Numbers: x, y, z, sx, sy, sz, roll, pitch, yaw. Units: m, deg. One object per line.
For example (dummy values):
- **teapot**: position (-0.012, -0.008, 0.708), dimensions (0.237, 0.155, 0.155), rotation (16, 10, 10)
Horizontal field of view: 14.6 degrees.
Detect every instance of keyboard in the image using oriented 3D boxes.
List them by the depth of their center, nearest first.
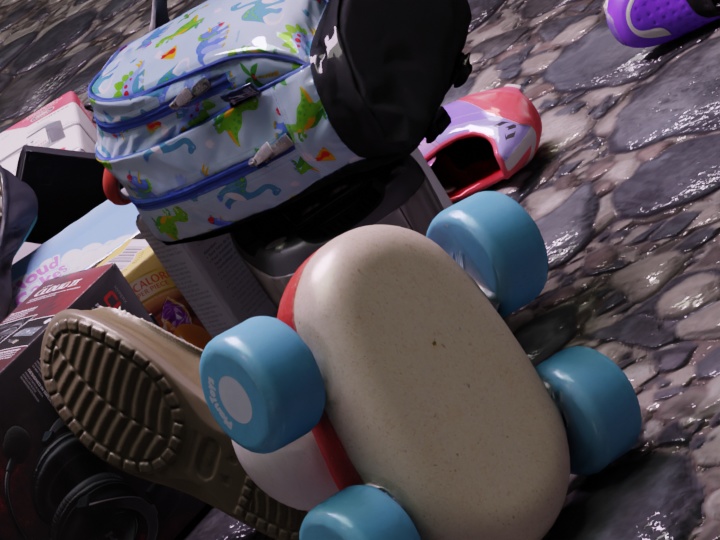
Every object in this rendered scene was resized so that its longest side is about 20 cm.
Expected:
- **keyboard**: position (-0.129, -0.062, 1.873), dimensions (0.199, 0.128, 0.021), rotation (7, 36, -14)

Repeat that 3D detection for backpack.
- **backpack**: position (-0.056, -0.096, 1.579), dimensions (0.200, 0.154, 0.163), rotation (-38, 17, 36)

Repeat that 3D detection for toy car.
- **toy car**: position (0.001, 0.084, 1.411), dimensions (0.184, 0.177, 0.200), rotation (-30, -4, -33)

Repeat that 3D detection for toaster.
- **toaster**: position (0.000, 0.000, 1.637), dimensions (0.113, 0.130, 0.200), rotation (-33, 19, -6)

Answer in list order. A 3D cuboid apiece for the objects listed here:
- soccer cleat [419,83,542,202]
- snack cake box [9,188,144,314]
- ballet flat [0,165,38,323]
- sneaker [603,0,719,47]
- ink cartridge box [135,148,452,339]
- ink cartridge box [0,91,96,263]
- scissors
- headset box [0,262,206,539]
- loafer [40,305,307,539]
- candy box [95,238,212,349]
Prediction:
- **soccer cleat**: position (0.031, -0.069, 1.874), dimensions (0.199, 0.067, 0.077), rotation (-16, 27, 32)
- **snack cake box**: position (-0.153, 0.024, 1.827), dimensions (0.200, 0.115, 0.067), rotation (-36, 31, -11)
- **ballet flat**: position (-0.252, -0.005, 1.770), dimensions (0.073, 0.073, 0.200), rotation (-23, 31, 24)
- **sneaker**: position (0.255, -0.209, 1.864), dimensions (0.199, 0.070, 0.100), rotation (-32, 21, 2)
- **ink cartridge box**: position (-0.048, -0.052, 1.736), dimensions (0.040, 0.201, 0.200), rotation (-11, 27, 48)
- **ink cartridge box**: position (-0.269, -0.056, 2.283), dimensions (0.145, 0.085, 0.200), rotation (-31, 20, 2)
- **scissors**: position (-0.117, -0.129, 1.665), dimensions (0.014, 0.201, 0.073), rotation (19, 17, 31)
- **headset box**: position (-0.169, 0.104, 1.609), dimensions (0.077, 0.149, 0.200), rotation (-12, 26, 48)
- **loafer**: position (-0.087, 0.083, 1.544), dimensions (0.067, 0.199, 0.076), rotation (-30, -31, -61)
- **candy box**: position (-0.169, 0.084, 1.711), dimensions (0.200, 0.117, 0.056), rotation (-41, 21, -28)
